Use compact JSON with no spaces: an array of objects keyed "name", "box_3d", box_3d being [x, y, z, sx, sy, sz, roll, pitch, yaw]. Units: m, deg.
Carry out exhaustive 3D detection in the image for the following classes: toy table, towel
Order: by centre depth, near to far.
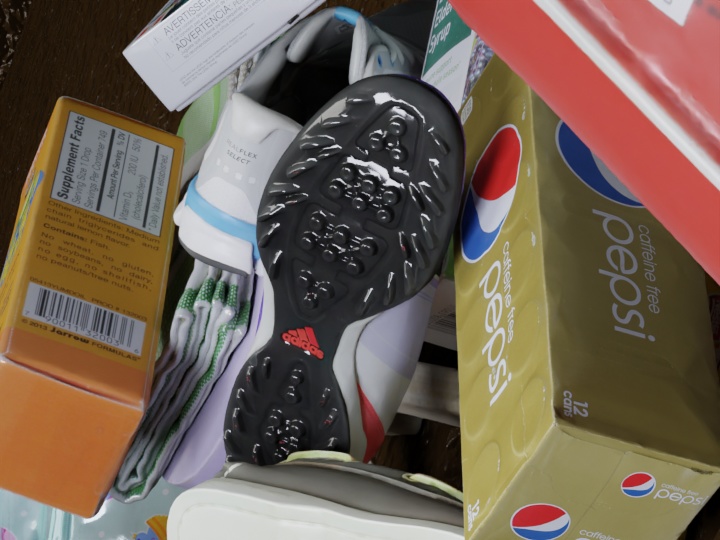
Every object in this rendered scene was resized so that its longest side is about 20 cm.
[{"name":"toy table","box_3d":[-0.012,0.047,1.196,0.200,0.117,0.184,-148,75,-75]},{"name":"towel","box_3d":[-0.074,-0.016,1.213,0.149,0.031,0.200,122,160,-48]}]

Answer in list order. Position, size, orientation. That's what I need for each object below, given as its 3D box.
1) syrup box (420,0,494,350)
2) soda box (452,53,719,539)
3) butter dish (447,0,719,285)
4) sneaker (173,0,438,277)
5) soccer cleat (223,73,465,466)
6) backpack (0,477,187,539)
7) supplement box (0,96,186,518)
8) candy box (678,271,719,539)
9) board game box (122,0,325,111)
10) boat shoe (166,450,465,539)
[{"name":"syrup box","box_3d":[0.070,-0.070,1.097,0.079,0.081,0.200,147,137,-65]},{"name":"soda box","box_3d":[0.073,0.005,0.937,0.200,0.064,0.068,-91,24,-44]},{"name":"butter dish","box_3d":[0.145,-0.110,0.776,0.199,0.148,0.200,47,134,20]},{"name":"sneaker","box_3d":[0.000,-0.075,1.131,0.200,0.075,0.087,-46,-23,-50]},{"name":"soccer cleat","box_3d":[0.000,0.000,1.005,0.073,0.068,0.200,-50,-18,-47]},{"name":"backpack","box_3d":[-0.108,0.108,1.392,0.176,0.153,0.200,78,-171,-64]},{"name":"supplement box","box_3d":[-0.119,0.011,1.164,0.200,0.069,0.067,-84,17,-56]},{"name":"candy box","box_3d":[0.105,0.016,0.984,0.102,0.026,0.200,177,109,-71]},{"name":"board game box","box_3d":[-0.013,-0.144,1.129,0.126,0.035,0.200,-35,12,25]},{"name":"boat shoe","box_3d":[0.027,0.106,0.952,0.201,0.060,0.072,15,115,34]}]
